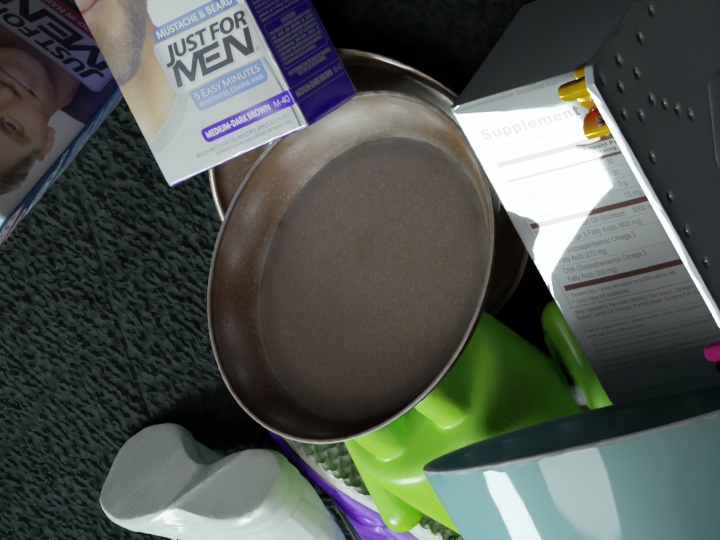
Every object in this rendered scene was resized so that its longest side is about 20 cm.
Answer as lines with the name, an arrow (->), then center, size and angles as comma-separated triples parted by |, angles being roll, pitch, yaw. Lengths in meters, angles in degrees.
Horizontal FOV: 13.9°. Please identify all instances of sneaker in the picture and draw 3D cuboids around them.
sneaker -> -0.087, 0.152, 1.850 | 0.088, 0.075, 0.200 | 40, 162, -32
sneaker -> 0.013, 0.149, 1.827 | 0.200, 0.070, 0.100 | 36, 141, 2

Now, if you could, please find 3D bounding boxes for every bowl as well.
bowl -> 0.142, 0.128, 1.538 | 0.200, 0.201, 0.105 | -14, 90, 33

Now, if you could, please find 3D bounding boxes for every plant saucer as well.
plant saucer -> 0.009, -0.049, 1.705 | 0.200, 0.037, 0.201 | 13, 129, 17
plant saucer -> 0.000, 0.000, 1.627 | 0.200, 0.201, 0.032 | -18, 156, 34

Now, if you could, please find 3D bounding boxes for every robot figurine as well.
robot figurine -> 0.069, 0.091, 1.697 | 0.175, 0.116, 0.200 | -32, 139, 24

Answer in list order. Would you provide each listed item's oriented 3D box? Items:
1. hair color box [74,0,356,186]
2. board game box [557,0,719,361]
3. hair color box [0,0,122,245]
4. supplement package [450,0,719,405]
hair color box -> -0.099, -0.160, 1.632 | 0.109, 0.065, 0.201 | -22, 98, 36
board game box -> 0.184, -0.066, 1.497 | 0.026, 0.200, 0.200 | -16, 116, 35
hair color box -> -0.205, -0.092, 1.668 | 0.100, 0.200, 0.061 | 35, 131, -2
supplement package -> 0.158, -0.047, 1.580 | 0.117, 0.117, 0.200 | -14, 116, 35
